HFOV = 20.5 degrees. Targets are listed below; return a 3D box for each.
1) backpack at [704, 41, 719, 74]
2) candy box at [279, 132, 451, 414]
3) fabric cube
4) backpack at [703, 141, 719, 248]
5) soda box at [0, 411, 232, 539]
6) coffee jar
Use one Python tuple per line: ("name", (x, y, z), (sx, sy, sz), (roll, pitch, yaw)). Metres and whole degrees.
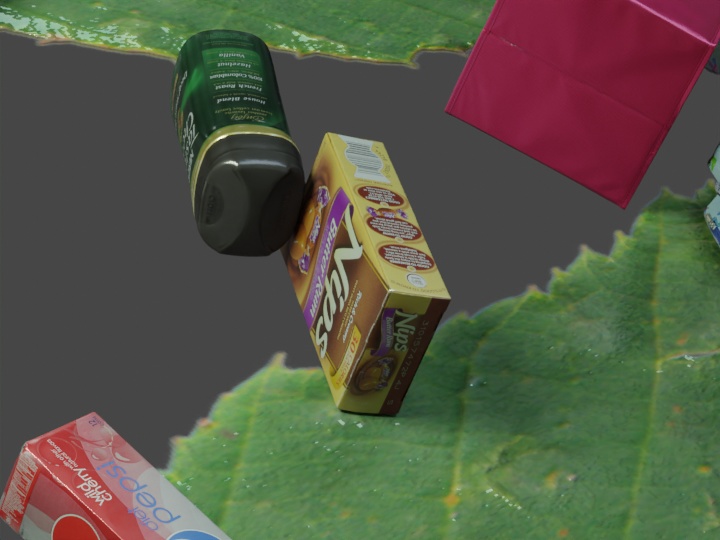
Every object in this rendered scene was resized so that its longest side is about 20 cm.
("backpack", (0.396, -0.321, 2.193), (0.153, 0.176, 0.200), (-24, 36, -12))
("candy box", (0.000, 0.000, 1.526), (0.056, 0.117, 0.200), (7, 35, -25))
("fabric cube", (0.227, -0.216, 1.910), (0.199, 0.201, 0.196), (28, 32, 4))
("backpack", (0.424, -0.051, 1.843), (0.182, 0.148, 0.200), (13, 29, -16))
("soda box", (-0.131, 0.179, 1.233), (0.200, 0.064, 0.070), (39, 36, 22))
("coffee jar", (-0.102, -0.104, 1.622), (0.085, 0.105, 0.200), (2, 37, -16))
